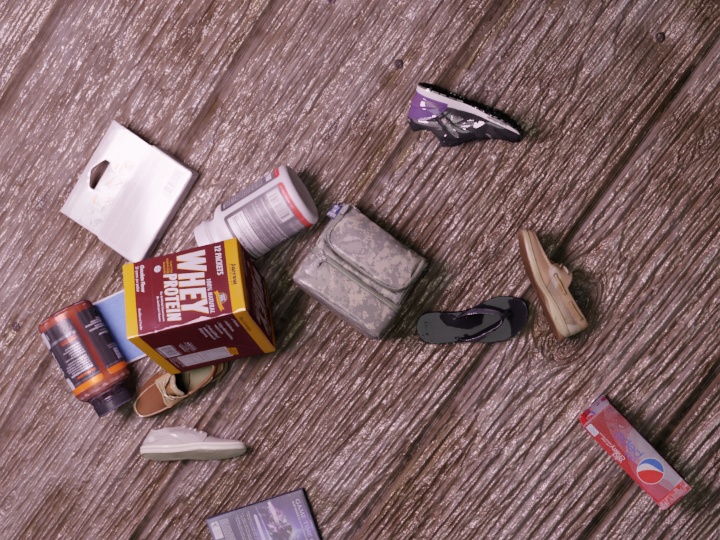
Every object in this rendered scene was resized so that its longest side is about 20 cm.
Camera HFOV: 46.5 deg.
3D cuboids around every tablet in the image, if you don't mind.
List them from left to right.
[{"bbox_3d":[-0.434,0.103,1.568,0.198,0.014,0.131,-24,91,9],"label":"tablet"}]

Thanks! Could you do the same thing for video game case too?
[{"bbox_3d":[-0.175,0.501,1.565,0.198,0.019,0.144,-19,92,8],"label":"video game case"}]

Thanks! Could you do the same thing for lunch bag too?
[{"bbox_3d":[0.000,0.000,1.442,0.199,0.139,0.168,35,83,3],"label":"lunch bag"}]

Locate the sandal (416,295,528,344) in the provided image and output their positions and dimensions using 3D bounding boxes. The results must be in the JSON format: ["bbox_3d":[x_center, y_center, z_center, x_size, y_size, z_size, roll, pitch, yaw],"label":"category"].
[{"bbox_3d":[0.197,0.095,1.463,0.198,0.043,0.077,-13,93,9],"label":"sandal"}]

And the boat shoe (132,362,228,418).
[{"bbox_3d":[-0.336,0.205,1.532,0.199,0.074,0.076,-34,90,9],"label":"boat shoe"}]

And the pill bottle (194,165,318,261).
[{"bbox_3d":[-0.183,-0.086,1.464,0.199,0.116,0.117,-30,91,10],"label":"pill bottle"}]

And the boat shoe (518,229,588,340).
[{"bbox_3d":[0.327,0.016,1.430,0.064,0.071,0.202,-24,99,3],"label":"boat shoe"}]

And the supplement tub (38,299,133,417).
[{"bbox_3d":[-0.491,0.162,1.520,0.106,0.107,0.201,-30,90,9],"label":"supplement tub"}]

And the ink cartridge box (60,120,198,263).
[{"bbox_3d":[-0.420,-0.141,1.528,0.175,0.045,0.201,34,98,3],"label":"ink cartridge box"}]

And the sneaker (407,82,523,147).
[{"bbox_3d":[0.177,-0.245,1.432,0.198,0.076,0.088,24,113,9],"label":"sneaker"}]

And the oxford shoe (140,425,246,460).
[{"bbox_3d":[-0.308,0.316,1.546,0.198,0.075,0.058,-1,59,6],"label":"oxford shoe"}]

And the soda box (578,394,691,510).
[{"bbox_3d":[0.466,0.310,1.432,0.063,0.070,0.200,-44,88,9],"label":"soda box"}]

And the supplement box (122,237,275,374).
[{"bbox_3d":[-0.268,0.065,1.424,0.198,0.198,0.134,-13,64,4],"label":"supplement box"}]
